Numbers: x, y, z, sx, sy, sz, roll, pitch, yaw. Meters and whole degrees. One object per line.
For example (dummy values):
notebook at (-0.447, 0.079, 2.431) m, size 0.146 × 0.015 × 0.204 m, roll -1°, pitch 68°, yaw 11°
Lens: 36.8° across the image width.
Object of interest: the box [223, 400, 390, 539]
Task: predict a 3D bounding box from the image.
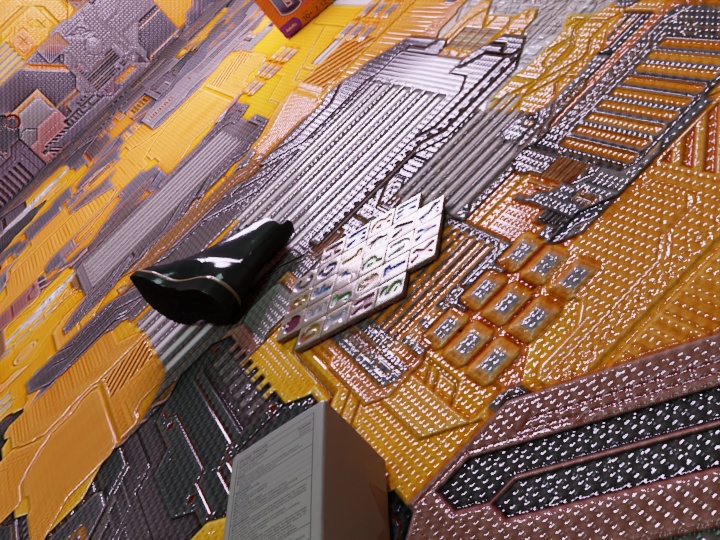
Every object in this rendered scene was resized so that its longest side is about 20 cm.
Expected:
box at (-0.036, 0.189, 0.719) m, size 0.095 × 0.078 × 0.200 m, roll -35°, pitch 25°, yaw 19°

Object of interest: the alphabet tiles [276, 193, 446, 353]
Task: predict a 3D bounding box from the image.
alphabet tiles at (0.000, 0.000, 1.070) m, size 0.200 × 0.006 × 0.166 m, roll -29°, pitch 27°, yaw 29°

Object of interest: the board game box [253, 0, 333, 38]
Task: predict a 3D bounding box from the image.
board game box at (-0.128, -0.595, 2.028) m, size 0.200 × 0.200 × 0.200 m, roll -37°, pitch 24°, yaw 13°

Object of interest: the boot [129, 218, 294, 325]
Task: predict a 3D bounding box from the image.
boot at (-0.174, -0.007, 1.289) m, size 0.200 × 0.077 × 0.138 m, roll 9°, pitch 51°, yaw 45°
